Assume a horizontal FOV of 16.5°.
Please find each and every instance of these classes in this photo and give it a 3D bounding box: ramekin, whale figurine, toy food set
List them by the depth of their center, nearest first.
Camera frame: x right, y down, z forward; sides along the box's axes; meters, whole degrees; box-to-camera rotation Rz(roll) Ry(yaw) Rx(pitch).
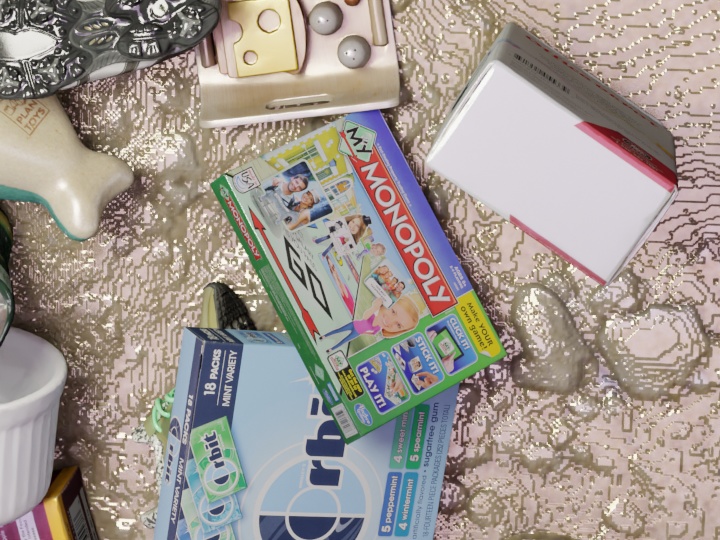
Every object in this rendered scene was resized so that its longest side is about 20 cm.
[{"bbox_3d":[-0.056,-0.204,1.711,0.143,0.060,0.201,-7,99,6],"label":"toy food set"},{"bbox_3d":[-0.258,-0.091,1.723,0.200,0.159,0.104,35,139,-6],"label":"whale figurine"},{"bbox_3d":[-0.304,0.109,1.724,0.199,0.201,0.098,4,109,4],"label":"ramekin"}]

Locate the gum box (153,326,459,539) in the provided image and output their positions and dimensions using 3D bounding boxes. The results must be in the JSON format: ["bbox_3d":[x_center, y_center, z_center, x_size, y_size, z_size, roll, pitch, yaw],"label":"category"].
[{"bbox_3d":[-0.037,0.131,1.734,0.199,0.045,0.171,4,102,-26],"label":"gum box"}]

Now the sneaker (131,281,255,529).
[{"bbox_3d":[-0.124,0.107,1.772,0.088,0.077,0.201,6,98,15],"label":"sneaker"}]

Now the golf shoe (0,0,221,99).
[{"bbox_3d":[-0.189,-0.155,1.676,0.199,0.094,0.078,-8,88,5],"label":"golf shoe"}]

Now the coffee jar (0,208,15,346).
[{"bbox_3d":[-0.287,0.009,1.700,0.085,0.200,0.105,30,101,-16],"label":"coffee jar"}]

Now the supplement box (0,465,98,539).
[{"bbox_3d":[-0.290,0.223,1.794,0.199,0.086,0.111,-13,99,7],"label":"supplement box"}]

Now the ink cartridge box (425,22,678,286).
[{"bbox_3d":[0.130,-0.081,1.648,0.145,0.200,0.083,34,104,-1],"label":"ink cartridge box"}]

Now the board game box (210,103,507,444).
[{"bbox_3d":[0.000,0.000,1.708,0.134,0.029,0.201,-27,88,-29],"label":"board game box"}]
